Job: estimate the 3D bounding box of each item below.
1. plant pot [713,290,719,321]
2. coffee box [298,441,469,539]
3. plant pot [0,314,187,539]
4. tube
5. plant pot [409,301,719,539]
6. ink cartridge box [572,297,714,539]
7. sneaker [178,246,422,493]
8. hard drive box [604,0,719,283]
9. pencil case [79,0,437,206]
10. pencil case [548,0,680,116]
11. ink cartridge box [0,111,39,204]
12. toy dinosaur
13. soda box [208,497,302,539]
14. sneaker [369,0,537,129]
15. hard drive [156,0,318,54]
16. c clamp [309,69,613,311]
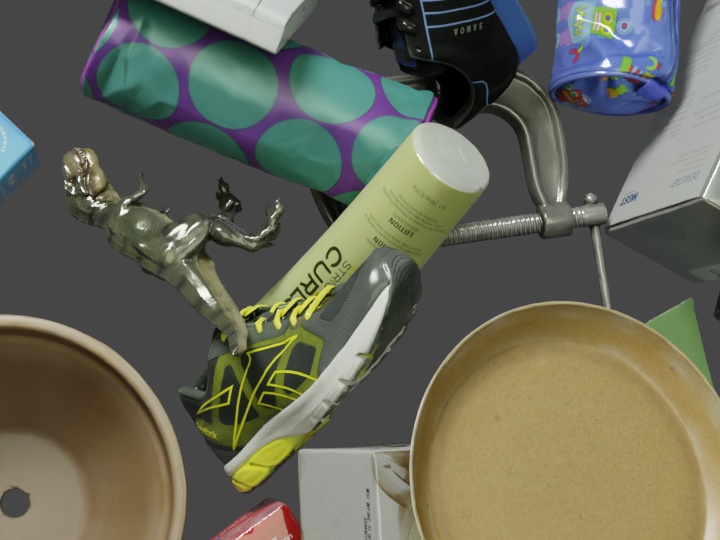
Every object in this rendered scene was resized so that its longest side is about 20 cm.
[{"bbox_3d":[0.361,-0.050,0.900,0.199,0.200,0.178,15,70,-9],"label":"plant pot"},{"bbox_3d":[0.068,0.154,0.833,0.199,0.080,0.115,2,84,-35],"label":"coffee box"},{"bbox_3d":[-0.199,0.129,0.809,0.200,0.093,0.202,1,81,-8],"label":"plant pot"},{"bbox_3d":[0.000,0.000,0.835,0.052,0.200,0.058,-2,55,-42],"label":"tube"},{"bbox_3d":[0.116,0.116,0.777,0.199,0.027,0.201,6,69,-17],"label":"plant pot"},{"bbox_3d":[0.204,0.130,0.866,0.145,0.048,0.201,-22,102,-46],"label":"ink cartridge box"},{"bbox_3d":[-0.043,0.048,0.816,0.085,0.200,0.074,43,35,5],"label":"sneaker"},{"bbox_3d":[0.247,-0.103,0.892,0.077,0.156,0.201,28,81,-8],"label":"hard drive box"},{"bbox_3d":[-0.060,-0.104,0.855,0.199,0.092,0.085,23,104,-4],"label":"pencil case"},{"bbox_3d":[0.172,-0.200,0.924,0.078,0.087,0.201,14,81,-43],"label":"pencil case"},{"bbox_3d":[-0.295,-0.034,0.823,0.116,0.068,0.200,43,79,-4],"label":"ink cartridge box"},{"bbox_3d":[-0.096,-0.018,0.845,0.088,0.048,0.200,-30,48,-27],"label":"toy dinosaur"},{"bbox_3d":[-0.111,0.215,0.833,0.200,0.070,0.064,-35,92,-12],"label":"soda box"},{"bbox_3d":[0.035,-0.169,0.851,0.078,0.070,0.200,-51,128,-14],"label":"sneaker"},{"bbox_3d":[-0.124,-0.190,0.835,0.199,0.132,0.027,24,113,-1],"label":"hard drive"},{"bbox_3d":[0.063,-0.047,0.915,0.199,0.027,0.172,-2,84,-11],"label":"c clamp"}]
